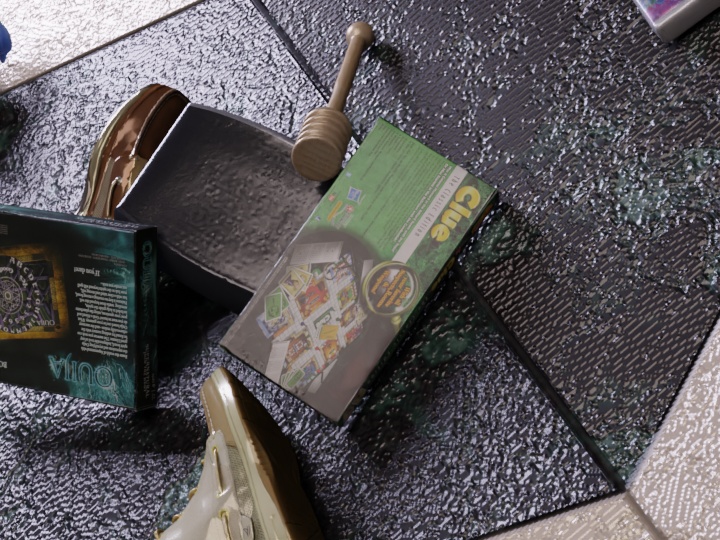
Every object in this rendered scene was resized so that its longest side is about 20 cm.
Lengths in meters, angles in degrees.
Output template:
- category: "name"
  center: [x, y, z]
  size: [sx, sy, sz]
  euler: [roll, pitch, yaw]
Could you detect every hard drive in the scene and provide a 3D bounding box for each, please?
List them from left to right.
- category: "hard drive"
  center: [-0.080, -0.042, 1.707]
  size: [0.199, 0.042, 0.135]
  euler: [28, 77, 29]

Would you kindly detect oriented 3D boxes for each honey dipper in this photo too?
- category: "honey dipper"
  center: [-0.013, -0.132, 1.725]
  size: [0.038, 0.038, 0.201]
  euler: [-20, 27, 24]

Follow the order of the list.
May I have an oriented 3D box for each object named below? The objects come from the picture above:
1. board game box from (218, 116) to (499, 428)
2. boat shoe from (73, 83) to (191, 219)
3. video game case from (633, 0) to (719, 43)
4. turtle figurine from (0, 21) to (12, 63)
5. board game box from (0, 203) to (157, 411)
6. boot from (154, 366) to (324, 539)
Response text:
- category: "board game box"
  center: [0.000, 0.000, 1.630]
  size: [0.104, 0.023, 0.201]
  euler: [32, 79, 18]
- category: "boat shoe"
  center: [-0.175, -0.045, 1.801]
  size: [0.073, 0.076, 0.201]
  euler: [16, 77, 38]
- category: "video game case"
  center: [0.260, -0.276, 1.672]
  size: [0.199, 0.024, 0.183]
  euler: [-35, 44, 9]
- category: "turtle figurine"
  center: [-0.423, -0.204, 2.056]
  size: [0.194, 0.200, 0.144]
  euler: [-48, 9, 2]
- category: "board game box"
  center: [-0.235, 0.024, 1.752]
  size: [0.199, 0.028, 0.137]
  euler: [9, 104, 35]
- category: "boot"
  center: [-0.112, 0.172, 1.587]
  size: [0.154, 0.072, 0.201]
  euler: [-37, 44, 13]
